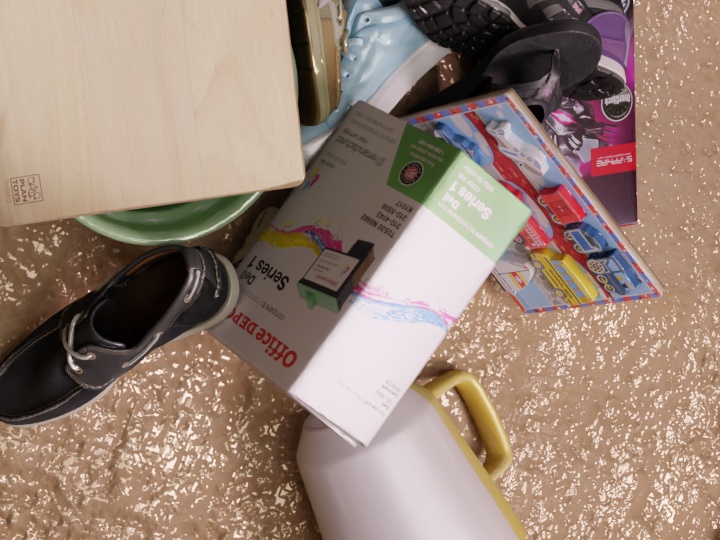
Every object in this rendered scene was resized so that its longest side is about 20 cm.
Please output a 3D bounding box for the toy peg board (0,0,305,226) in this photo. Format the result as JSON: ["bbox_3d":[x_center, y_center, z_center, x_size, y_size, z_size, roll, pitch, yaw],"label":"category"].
[{"bbox_3d":[-0.150,-0.146,1.334,0.199,0.098,0.200,-8,104,-9],"label":"toy peg board"}]

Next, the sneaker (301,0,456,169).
[{"bbox_3d":[-0.004,-0.157,1.522,0.200,0.074,0.082,-46,112,-22],"label":"sneaker"}]

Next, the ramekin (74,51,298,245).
[{"bbox_3d":[-0.152,-0.123,1.432,0.200,0.098,0.201,-6,103,-26],"label":"ramekin"}]

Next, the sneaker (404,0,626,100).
[{"bbox_3d":[0.113,-0.198,1.522,0.200,0.076,0.088,22,66,-35],"label":"sneaker"}]

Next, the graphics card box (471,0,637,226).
[{"bbox_3d":[0.151,-0.126,1.615,0.125,0.051,0.201,-8,103,-25],"label":"graphics card box"}]

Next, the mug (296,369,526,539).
[{"bbox_3d":[0.028,0.159,1.583,0.149,0.187,0.153,-23,104,13],"label":"mug"}]

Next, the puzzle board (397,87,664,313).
[{"bbox_3d":[0.115,-0.044,1.539,0.200,0.151,0.017,50,56,-21],"label":"puzzle board"}]

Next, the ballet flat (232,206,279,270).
[{"bbox_3d":[-0.039,-0.023,1.538,0.200,0.072,0.072,-25,111,-21],"label":"ballet flat"}]

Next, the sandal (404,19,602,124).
[{"bbox_3d":[0.107,-0.121,1.514,0.075,0.200,0.048,12,62,-32],"label":"sandal"}]

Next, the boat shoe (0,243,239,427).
[{"bbox_3d":[-0.182,0.042,1.433,0.200,0.068,0.072,-31,74,14],"label":"boat shoe"}]

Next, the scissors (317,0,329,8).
[{"bbox_3d":[0.001,-0.213,1.450,0.014,0.200,0.073,16,134,8],"label":"scissors"}]

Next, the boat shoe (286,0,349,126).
[{"bbox_3d":[-0.034,-0.203,1.452,0.063,0.073,0.201,-14,97,-29],"label":"boat shoe"}]

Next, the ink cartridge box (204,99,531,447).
[{"bbox_3d":[0.000,0.000,1.432,0.084,0.145,0.200,38,87,-35],"label":"ink cartridge box"}]
